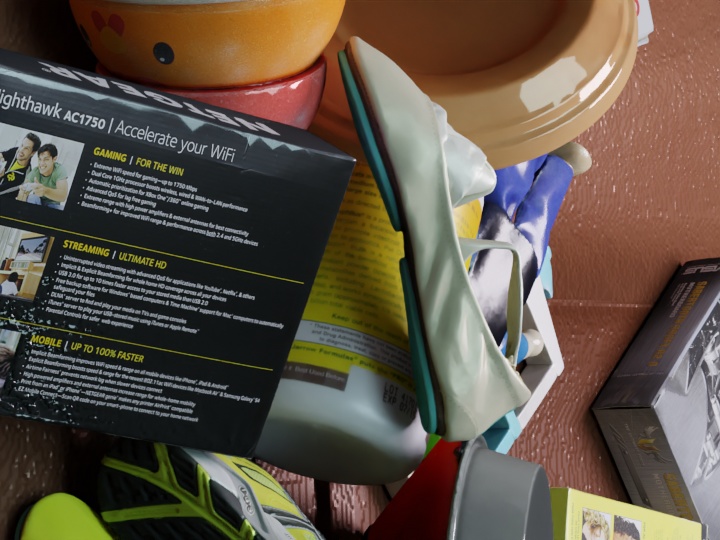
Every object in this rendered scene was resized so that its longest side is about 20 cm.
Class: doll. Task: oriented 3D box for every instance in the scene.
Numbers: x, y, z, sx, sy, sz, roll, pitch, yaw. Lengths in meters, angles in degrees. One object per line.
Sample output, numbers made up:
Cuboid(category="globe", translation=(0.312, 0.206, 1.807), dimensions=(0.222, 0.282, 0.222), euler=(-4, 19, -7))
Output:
Cuboid(category="doll", translation=(0.075, -0.003, 1.437), dimensions=(0.201, 0.048, 0.137), euler=(-62, 143, -36))

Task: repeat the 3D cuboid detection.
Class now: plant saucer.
Cuboid(category="plant saucer", translation=(0.043, -0.133, 1.320), dimensions=(0.038, 0.199, 0.201), euler=(85, 27, -49))

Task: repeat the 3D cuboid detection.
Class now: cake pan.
Cuboid(category="cake pan", translation=(0.069, 0.181, 1.266), dimensions=(0.200, 0.036, 0.202), euler=(1, 90, -80))

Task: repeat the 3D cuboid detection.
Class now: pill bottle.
Cuboid(category="pill bottle", translation=(0.000, 0.000, 1.321), dimensions=(0.109, 0.109, 0.201), euler=(38, 58, -45))

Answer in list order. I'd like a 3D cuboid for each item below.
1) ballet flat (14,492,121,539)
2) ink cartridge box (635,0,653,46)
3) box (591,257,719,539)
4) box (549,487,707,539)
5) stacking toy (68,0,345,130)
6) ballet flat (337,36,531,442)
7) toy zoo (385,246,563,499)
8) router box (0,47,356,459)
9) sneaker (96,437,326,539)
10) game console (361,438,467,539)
Cuboid(category="ballet flat", translation=(-0.097, 0.193, 1.208), dimensions=(0.067, 0.067, 0.201), euler=(-37, 117, -45))
Cuboid(category="ink cartridge box", translation=(0.083, -0.210, 1.472), dimensions=(0.144, 0.083, 0.202), euler=(-28, 108, -51))
Cuboid(category="box", translation=(0.233, 0.117, 1.679), dimensions=(0.159, 0.048, 0.201), euler=(-52, 127, -43))
Cuboid(category="box", translation=(0.130, 0.160, 1.498), dimensions=(0.200, 0.075, 0.051), euler=(19, 72, -57))
Cuboid(category="stacking toy", translation=(-0.068, -0.066, 1.231), dimensions=(0.146, 0.145, 0.202), euler=(-27, 120, -51))
Cuboid(category="ballet flat", translation=(0.040, -0.019, 1.237), dimensions=(0.069, 0.069, 0.202), euler=(-26, 107, -51))
Cuboid(category="toy zoo", translation=(0.059, 0.045, 1.472), dimensions=(0.200, 0.020, 0.132), euler=(-53, 128, -42))
Cuboid(category="router box", translation=(-0.113, -0.006, 1.133), dimensions=(0.199, 0.051, 0.150), euler=(13, 101, -37))
Cuboid(category="sneaker", translation=(-0.033, 0.143, 1.205), dimensions=(0.200, 0.075, 0.076), euler=(49, 22, 8))
Cuboid(category="game console", translation=(0.051, 0.215, 1.329), dimensions=(0.118, 0.173, 0.201), euler=(23, 45, -13))
